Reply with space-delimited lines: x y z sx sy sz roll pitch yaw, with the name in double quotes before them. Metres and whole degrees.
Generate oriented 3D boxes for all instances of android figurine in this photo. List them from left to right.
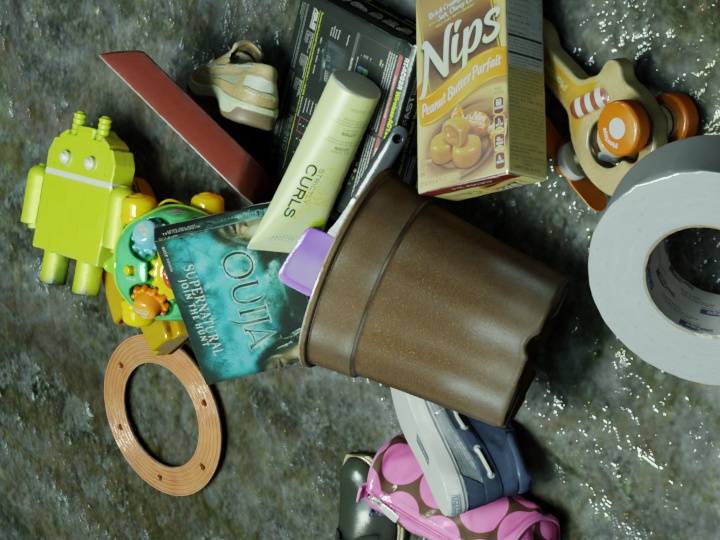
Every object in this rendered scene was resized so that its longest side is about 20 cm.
"android figurine" -0.312 -0.077 1.737 0.181 0.041 0.201 18 100 41

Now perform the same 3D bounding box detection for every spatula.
"spatula" -0.009 -0.058 1.489 0.056 0.021 0.200 29 117 -11

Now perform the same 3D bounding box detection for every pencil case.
"pencil case" 0.096 0.242 1.537 0.199 0.093 0.091 23 117 33

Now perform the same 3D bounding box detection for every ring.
"ring" -0.234 0.171 1.851 0.199 0.019 0.202 14 113 37

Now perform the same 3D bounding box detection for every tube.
"tube" -0.040 -0.095 1.488 0.058 0.052 0.201 29 120 4

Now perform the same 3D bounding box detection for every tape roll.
"tape roll" 0.289 -0.006 1.267 0.199 0.066 0.201 13 126 18

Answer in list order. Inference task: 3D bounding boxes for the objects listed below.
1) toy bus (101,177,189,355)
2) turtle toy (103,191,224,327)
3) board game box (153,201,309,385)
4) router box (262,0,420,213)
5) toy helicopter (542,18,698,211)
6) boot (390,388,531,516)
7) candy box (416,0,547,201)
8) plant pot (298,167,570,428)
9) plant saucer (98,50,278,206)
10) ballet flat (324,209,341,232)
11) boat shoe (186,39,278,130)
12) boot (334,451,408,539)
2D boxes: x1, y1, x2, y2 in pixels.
"toy bus" -0.251 -0.005 1.758 0.065 0.078 0.201 -37 63 41
"turtle toy" -0.173 -0.006 1.652 0.101 0.198 0.147 -139 48 -73
"board game box" -0.121 0.025 1.597 0.134 0.028 0.201 -13 129 3
"router box" -0.005 -0.162 1.520 0.149 0.062 0.201 33 122 29
"toy helicopter" 0.194 -0.142 1.363 0.200 0.079 0.133 54 138 29
"boot" 0.095 0.152 1.534 0.073 0.090 0.201 93 160 -49
"candy box" 0.106 -0.171 1.379 0.115 0.055 0.202 -11 77 48
"plant pot" 0.075 0.036 1.420 0.197 0.200 0.201 24 120 11
"plant saucer" -0.163 -0.143 1.587 0.200 0.200 0.037 44 91 11
"ballet flat" 0.000 0.000 1.567 0.200 0.069 0.063 46 114 19
"boat shoe" -0.121 -0.197 1.580 0.200 0.071 0.077 33 109 61
"boot" -0.017 0.304 1.623 0.077 0.138 0.202 -3 100 41
